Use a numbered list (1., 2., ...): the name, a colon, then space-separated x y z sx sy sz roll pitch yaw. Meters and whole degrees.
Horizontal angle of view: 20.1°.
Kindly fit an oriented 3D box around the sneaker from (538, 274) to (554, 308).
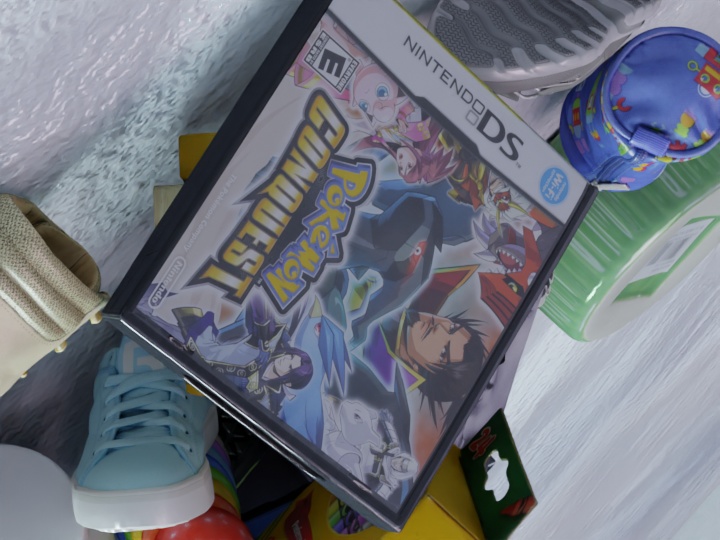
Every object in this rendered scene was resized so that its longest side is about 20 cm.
1. sneaker: 0.083 -0.004 1.296 0.200 0.080 0.075 -49 167 -55

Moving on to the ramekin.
1. ramekin: 0.189 -0.041 1.453 0.200 0.098 0.200 -38 162 -14

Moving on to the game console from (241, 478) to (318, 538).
1. game console: -0.060 0.133 1.201 0.200 0.118 0.171 -75 169 -71

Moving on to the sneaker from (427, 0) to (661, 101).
1. sneaker: 0.096 -0.118 1.107 0.200 0.075 0.082 -21 151 -51

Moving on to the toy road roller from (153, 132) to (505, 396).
1. toy road roller: -0.026 -0.007 1.027 0.199 0.123 0.146 -3 -178 -31

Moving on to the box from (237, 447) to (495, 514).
1. box: -0.041 0.179 1.440 0.200 0.117 0.196 -51 161 29

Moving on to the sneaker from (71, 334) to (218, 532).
1. sneaker: -0.112 0.070 1.031 0.074 0.082 0.200 -9 -166 -1

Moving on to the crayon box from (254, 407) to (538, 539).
1. crayon box: -0.004 0.147 1.032 0.200 0.051 0.127 -45 -164 9

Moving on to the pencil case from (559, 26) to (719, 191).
1. pencil case: 0.170 -0.093 1.237 0.200 0.078 0.087 133 -23 -86

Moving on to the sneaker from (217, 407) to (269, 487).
1. sneaker: -0.112 0.130 1.247 0.200 0.072 0.083 -40 -179 18

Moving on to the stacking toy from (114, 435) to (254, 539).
1. stacking toy: -0.098 0.134 1.084 0.085 0.085 0.200 -41 -166 -3

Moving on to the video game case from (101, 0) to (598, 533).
1. video game case: 0.003 -0.010 0.942 0.025 0.181 0.200 5 -121 58

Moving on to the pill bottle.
1. pill bottle: -0.188 0.174 1.104 0.120 0.120 0.200 -36 159 -20

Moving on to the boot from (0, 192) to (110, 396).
1. boot: -0.177 0.048 0.921 0.155 0.073 0.200 -42 158 -6

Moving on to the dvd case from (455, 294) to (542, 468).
1. dvd case: 0.061 0.055 1.201 0.149 0.016 0.201 -1 108 -62
